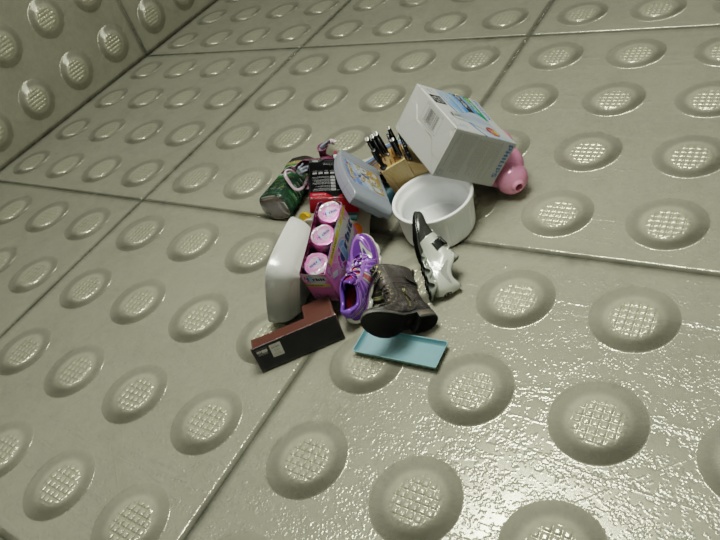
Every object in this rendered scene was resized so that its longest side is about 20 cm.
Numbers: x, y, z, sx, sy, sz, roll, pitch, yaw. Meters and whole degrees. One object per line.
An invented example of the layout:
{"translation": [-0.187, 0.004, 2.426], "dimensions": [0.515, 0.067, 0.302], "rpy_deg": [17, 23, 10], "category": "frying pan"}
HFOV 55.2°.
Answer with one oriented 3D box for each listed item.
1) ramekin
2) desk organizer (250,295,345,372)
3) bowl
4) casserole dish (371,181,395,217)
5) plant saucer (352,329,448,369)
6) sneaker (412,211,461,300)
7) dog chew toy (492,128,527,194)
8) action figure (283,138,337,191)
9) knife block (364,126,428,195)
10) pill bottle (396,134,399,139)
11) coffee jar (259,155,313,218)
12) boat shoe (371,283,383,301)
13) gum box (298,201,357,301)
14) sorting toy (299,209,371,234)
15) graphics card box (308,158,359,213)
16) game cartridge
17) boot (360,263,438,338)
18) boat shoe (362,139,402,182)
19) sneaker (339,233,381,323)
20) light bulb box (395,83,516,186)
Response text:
{"translation": [0.181, -0.140, 1.648], "dimensions": [0.196, 0.099, 0.202], "rpy_deg": [-14, 39, 11], "category": "ramekin"}
{"translation": [-0.141, 0.136, 1.507], "dimensions": [0.197, 0.073, 0.077], "rpy_deg": [-23, 36, 0], "category": "desk organizer"}
{"translation": [-0.152, 0.005, 1.579], "dimensions": [0.073, 0.202, 0.202], "rpy_deg": [13, 47, 9], "category": "bowl"}
{"translation": [0.018, -0.209, 1.856], "dimensions": [0.121, 0.039, 0.199], "rpy_deg": [-38, 40, -19], "category": "casserole dish"}
{"translation": [0.081, 0.160, 1.414], "dimensions": [0.197, 0.019, 0.070], "rpy_deg": [7, 47, 33], "category": "plant saucer"}
{"translation": [0.168, -0.040, 1.518], "dimensions": [0.087, 0.074, 0.204], "rpy_deg": [-14, 76, -3], "category": "sneaker"}
{"translation": [0.346, -0.263, 1.698], "dimensions": [0.123, 0.126, 0.202], "rpy_deg": [-24, 46, -2], "category": "dog chew toy"}
{"translation": [-0.101, -0.280, 1.927], "dimensions": [0.147, 0.135, 0.201], "rpy_deg": [-25, 16, 25], "category": "action figure"}
{"translation": [0.075, -0.254, 1.705], "dimensions": [0.172, 0.202, 0.065], "rpy_deg": [4, 45, -20], "category": "knife block"}
{"translation": [0.174, -0.302, 1.826], "dimensions": [0.111, 0.114, 0.201], "rpy_deg": [-25, 38, -4], "category": "pill bottle"}
{"translation": [-0.195, -0.240, 1.954], "dimensions": [0.103, 0.086, 0.201], "rpy_deg": [-4, 41, 39], "category": "coffee jar"}
{"translation": [0.000, 0.000, 1.599], "dimensions": [0.073, 0.066, 0.200], "rpy_deg": [-32, 40, -15], "category": "boat shoe"}
{"translation": [-0.069, -0.047, 1.553], "dimensions": [0.065, 0.114, 0.203], "rpy_deg": [0, 58, 21], "category": "gum box"}
{"translation": [-0.048, -0.147, 1.762], "dimensions": [0.197, 0.108, 0.181], "rpy_deg": [13, 48, 36], "category": "sorting toy"}
{"translation": [-0.070, -0.215, 1.736], "dimensions": [0.123, 0.052, 0.202], "rpy_deg": [-2, 38, -5], "category": "graphics card box"}
{"translation": [0.000, -0.213, 1.670], "dimensions": [0.042, 0.132, 0.202], "rpy_deg": [-46, 37, 24], "category": "game cartridge"}
{"translation": [0.058, 0.054, 1.448], "dimensions": [0.197, 0.070, 0.175], "rpy_deg": [3, 40, -33], "category": "boot"}
{"translation": [0.060, -0.268, 1.802], "dimensions": [0.198, 0.072, 0.074], "rpy_deg": [-27, 51, 37], "category": "boat shoe"}
{"translation": [-0.005, 0.012, 1.513], "dimensions": [0.079, 0.083, 0.204], "rpy_deg": [-3, 72, 26], "category": "sneaker"}
{"translation": [0.221, -0.314, 1.612], "dimensions": [0.197, 0.126, 0.200], "rpy_deg": [4, 40, -36], "category": "light bulb box"}
